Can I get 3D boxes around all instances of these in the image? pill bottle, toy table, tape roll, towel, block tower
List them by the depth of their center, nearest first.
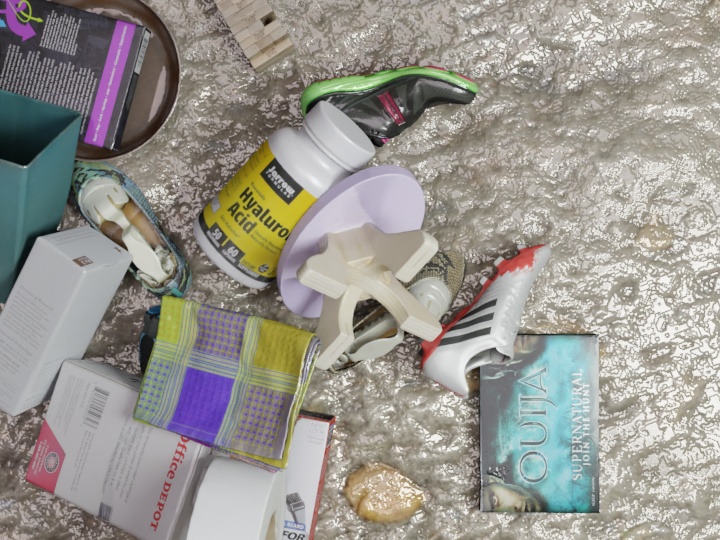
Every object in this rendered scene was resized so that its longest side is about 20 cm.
[{"bbox_3d":[-0.127,0.292,1.146,0.071,0.202,0.203,7,91,4],"label":"tape roll"},{"bbox_3d":[-0.139,0.111,1.154,0.200,0.023,0.144,15,87,27],"label":"towel"},{"bbox_3d":[0.000,0.000,1.176,0.184,0.117,0.200,14,122,-29],"label":"toy table"},{"bbox_3d":[-0.080,-0.084,1.229,0.111,0.111,0.200,45,107,2],"label":"pill bottle"},{"bbox_3d":[-0.147,-0.326,1.281,0.058,0.054,0.200,-32,89,3],"label":"block tower"}]

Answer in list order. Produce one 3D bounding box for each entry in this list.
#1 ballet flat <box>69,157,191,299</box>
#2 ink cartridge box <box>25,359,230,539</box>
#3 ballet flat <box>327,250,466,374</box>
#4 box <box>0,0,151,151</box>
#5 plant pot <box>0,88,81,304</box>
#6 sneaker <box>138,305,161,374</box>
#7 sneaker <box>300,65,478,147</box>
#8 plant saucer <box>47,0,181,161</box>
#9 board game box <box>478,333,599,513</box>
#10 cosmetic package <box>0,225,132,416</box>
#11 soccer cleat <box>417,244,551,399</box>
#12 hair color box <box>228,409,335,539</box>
[{"bbox_3d":[-0.264,-0.051,1.283,0.074,0.074,0.200,-43,88,3],"label":"ballet flat"},{"bbox_3d":[-0.250,0.200,1.247,0.200,0.083,0.147,20,91,22],"label":"ink cartridge box"},{"bbox_3d":[0.042,0.055,1.259,0.200,0.075,0.068,-34,113,3],"label":"ballet flat"},{"bbox_3d":[-0.351,-0.229,1.274,0.200,0.036,0.143,16,92,2],"label":"box"},{"bbox_3d":[-0.403,-0.075,1.235,0.141,0.141,0.200,16,122,4],"label":"plant pot"},{"bbox_3d":[-0.156,0.106,1.285,0.200,0.073,0.082,20,108,9],"label":"sneaker"},{"bbox_3d":[0.035,-0.182,1.266,0.200,0.077,0.084,-7,97,13],"label":"sneaker"},{"bbox_3d":[-0.301,-0.224,1.303,0.200,0.032,0.201,0,90,5],"label":"plant saucer"},{"bbox_3d":[0.200,0.171,1.274,0.135,0.028,0.200,-1,90,3],"label":"board game box"},{"bbox_3d":[-0.340,0.054,1.244,0.074,0.102,0.200,33,108,11],"label":"cosmetic package"},{"bbox_3d":[0.150,0.054,1.240,0.200,0.069,0.085,-43,70,-13],"label":"soccer cleat"},{"bbox_3d":[-0.101,0.255,1.277,0.111,0.064,0.200,10,90,5],"label":"hair color box"}]
